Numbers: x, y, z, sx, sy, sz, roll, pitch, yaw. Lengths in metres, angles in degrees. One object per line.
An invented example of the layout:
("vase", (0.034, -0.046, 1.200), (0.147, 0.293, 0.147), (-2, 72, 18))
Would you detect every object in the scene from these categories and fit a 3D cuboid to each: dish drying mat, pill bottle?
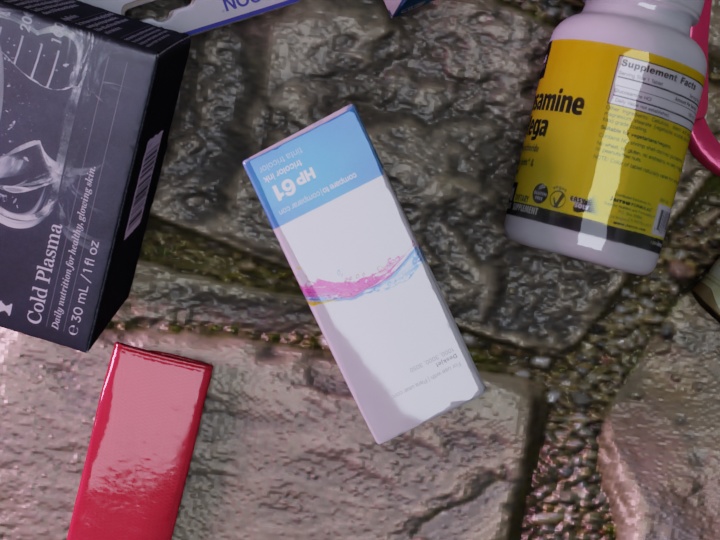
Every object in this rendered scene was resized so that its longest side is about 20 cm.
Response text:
("dish drying mat", (-0.169, 0.159, 0.813), (0.075, 0.018, 0.204), (14, 93, -5))
("pill bottle", (0.175, -0.107, 0.764), (0.110, 0.112, 0.204), (14, 93, -5))

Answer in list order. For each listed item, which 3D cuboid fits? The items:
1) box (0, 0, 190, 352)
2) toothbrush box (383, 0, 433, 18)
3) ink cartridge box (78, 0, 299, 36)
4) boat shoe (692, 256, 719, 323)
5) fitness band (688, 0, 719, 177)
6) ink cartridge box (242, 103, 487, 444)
("box", (-0.235, -0.082, 0.718), (0.193, 0.124, 0.203), (16, 106, -3))
("toothbrush box", (0.086, -0.285, 0.740), (0.197, 0.085, 0.148), (-24, 92, -12))
("ink cartridge box", (-0.161, -0.254, 0.736), (0.194, 0.047, 0.202), (-14, 123, 7))
("boat shoe", (0.340, 0.058, 0.811), (0.200, 0.073, 0.063), (40, 96, 1))
("fitness band", (0.302, -0.163, 0.808), (0.141, 0.037, 0.204), (1, 96, -6))
("ink cartridge box", (0.000, 0.000, 0.745), (0.084, 0.145, 0.202), (-27, 96, -1))
